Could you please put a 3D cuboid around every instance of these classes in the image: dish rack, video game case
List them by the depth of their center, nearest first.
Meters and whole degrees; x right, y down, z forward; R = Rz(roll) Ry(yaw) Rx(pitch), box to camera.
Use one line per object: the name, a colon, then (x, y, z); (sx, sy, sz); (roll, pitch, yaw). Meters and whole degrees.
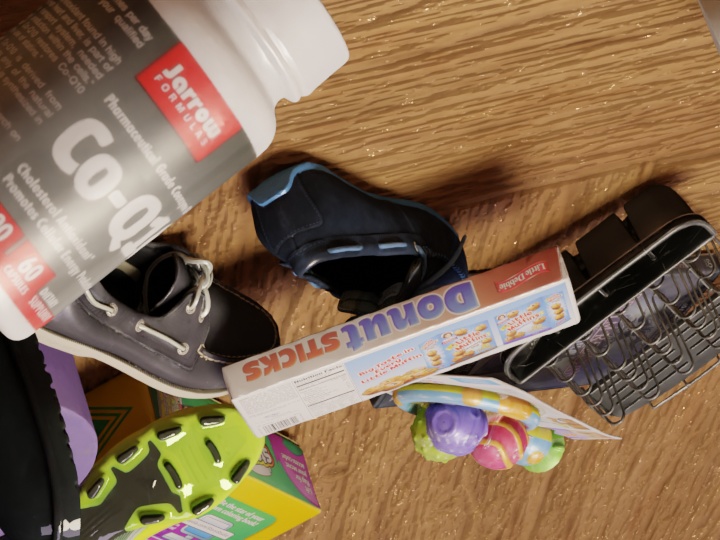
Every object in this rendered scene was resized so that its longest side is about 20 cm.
dish rack: (0.180, 0.034, 1.649); (0.153, 0.055, 0.200); (-37, 142, 12)
video game case: (0.118, 0.039, 1.700); (0.199, 0.019, 0.143); (-4, 150, -27)

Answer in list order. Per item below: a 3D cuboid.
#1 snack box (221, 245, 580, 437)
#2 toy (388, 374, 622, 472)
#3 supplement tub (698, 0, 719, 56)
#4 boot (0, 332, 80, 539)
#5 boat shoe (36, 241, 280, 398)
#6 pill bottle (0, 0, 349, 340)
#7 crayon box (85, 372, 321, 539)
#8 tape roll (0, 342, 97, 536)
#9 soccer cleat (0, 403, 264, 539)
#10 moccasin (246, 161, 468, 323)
snack box: (0.025, 0.042, 1.481); (0.199, 0.024, 0.072); (-20, 156, 2)
toy: (0.074, 0.102, 1.666); (0.115, 0.047, 0.200); (1, 170, 30)
supplement tub: (0.279, -0.139, 1.330); (0.200, 0.145, 0.144); (-24, 153, 8)
boot: (-0.241, 0.069, 1.316); (0.168, 0.201, 0.076); (-13, 159, -18)
boat shoe: (-0.108, 0.020, 1.451); (0.063, 0.073, 0.200); (-34, 146, 33)
pill bottle: (-0.111, -0.072, 1.179); (0.200, 0.114, 0.114); (-39, 154, -5)
crayon box: (-0.149, 0.145, 1.674); (0.172, 0.058, 0.200); (-30, 150, 17)
tape roll: (-0.252, 0.086, 1.463); (0.199, 0.085, 0.200); (-16, 154, -8)
soccer cleat: (-0.144, 0.136, 1.556); (0.200, 0.065, 0.084); (-36, -169, 6)
moccasin: (0.000, 0.000, 1.486); (0.080, 0.068, 0.200); (-34, 153, 25)
